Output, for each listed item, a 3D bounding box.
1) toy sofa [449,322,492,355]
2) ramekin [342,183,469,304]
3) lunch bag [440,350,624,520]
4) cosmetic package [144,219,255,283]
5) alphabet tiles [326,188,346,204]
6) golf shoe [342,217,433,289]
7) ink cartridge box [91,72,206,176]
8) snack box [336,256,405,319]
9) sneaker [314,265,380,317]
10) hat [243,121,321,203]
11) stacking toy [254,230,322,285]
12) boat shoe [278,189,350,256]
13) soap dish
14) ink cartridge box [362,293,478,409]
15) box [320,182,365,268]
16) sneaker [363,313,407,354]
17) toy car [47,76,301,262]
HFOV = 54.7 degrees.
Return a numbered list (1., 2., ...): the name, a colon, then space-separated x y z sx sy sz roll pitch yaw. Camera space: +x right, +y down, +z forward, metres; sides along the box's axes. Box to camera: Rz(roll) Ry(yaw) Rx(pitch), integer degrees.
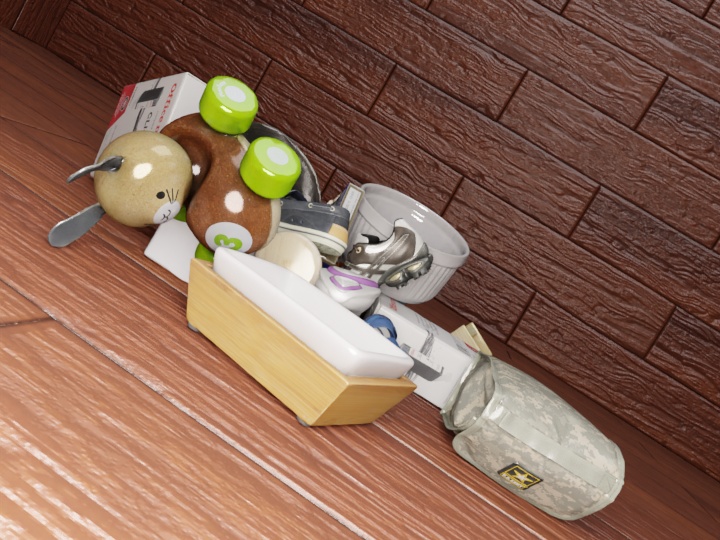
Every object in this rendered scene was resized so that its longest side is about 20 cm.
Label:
1. toy sofa: 0.198 0.165 1.382 0.083 0.097 0.200 57 10 10
2. ramekin: 0.061 -0.038 1.088 0.198 0.106 0.201 26 22 -12
3. lunch bag: 0.187 0.187 0.784 0.163 0.119 0.200 33 0 1
4. cosmetic package: -0.181 -0.028 0.876 0.101 0.072 0.200 32 5 0
5. alphabet tiles: -0.086 -0.068 1.143 0.008 0.199 0.167 48 5 0
6. golf shoe: 0.000 0.000 0.968 0.095 0.198 0.078 61 8 -5
7. ink cartridge box: -0.275 -0.178 0.957 0.083 0.147 0.198 26 -11 -41
8. snack box: -0.011 0.019 1.206 0.199 0.117 0.037 34 6 27
9. sneaker: -0.025 0.050 0.826 0.074 0.101 0.200 20 -5 1
10. hat: -0.145 -0.116 1.013 0.199 0.202 0.081 31 14 1
11. stacking toy: -0.096 0.010 0.933 0.085 0.086 0.200 31 -11 1
12. boat shoe: -0.096 -0.074 0.922 0.197 0.063 0.075 16 -10 30
13. soap dish: -0.057 0.066 0.657 0.199 0.082 0.157 35 6 26
14. ink cartridge box: 0.091 0.122 1.008 0.198 0.084 0.144 32 5 -2
15. box: -0.055 -0.040 1.054 0.032 0.123 0.200 26 -22 -11
16. sneaker: 0.016 0.105 0.815 0.082 0.075 0.200 34 12 10
17. toy car: -0.186 -0.072 0.653 0.198 0.165 0.159 -19 67 -45
